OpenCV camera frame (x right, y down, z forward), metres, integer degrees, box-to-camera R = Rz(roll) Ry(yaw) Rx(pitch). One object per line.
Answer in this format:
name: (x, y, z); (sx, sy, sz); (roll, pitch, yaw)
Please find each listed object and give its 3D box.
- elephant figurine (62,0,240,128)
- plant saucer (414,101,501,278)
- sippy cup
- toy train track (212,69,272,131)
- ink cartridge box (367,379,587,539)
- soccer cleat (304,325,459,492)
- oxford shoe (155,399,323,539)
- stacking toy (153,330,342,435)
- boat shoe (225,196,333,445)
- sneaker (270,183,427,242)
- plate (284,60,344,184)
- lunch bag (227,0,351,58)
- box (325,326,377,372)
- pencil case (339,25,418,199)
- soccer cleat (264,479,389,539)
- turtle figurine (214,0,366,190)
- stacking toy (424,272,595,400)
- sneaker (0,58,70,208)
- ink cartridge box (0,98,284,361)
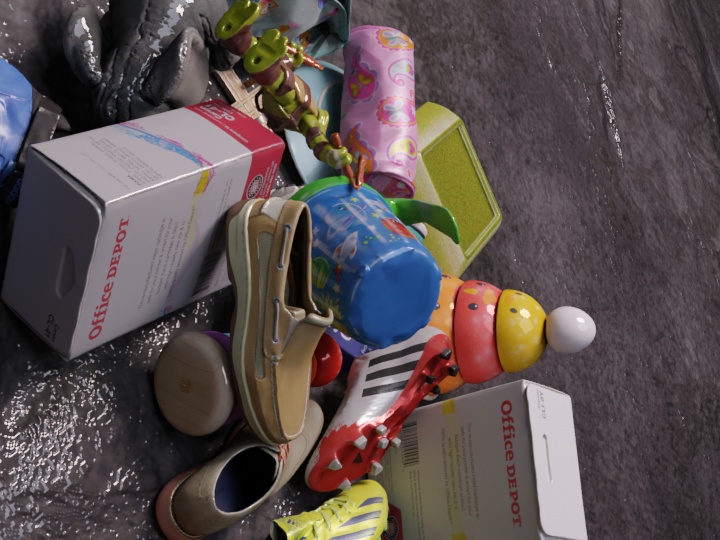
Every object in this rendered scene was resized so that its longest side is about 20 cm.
elephant figurine: (-0.179, -0.167, 0.796); (0.155, 0.141, 0.200); (49, 38, -30)
plant saucer: (0.105, -0.094, 1.142); (0.200, 0.048, 0.200); (-44, 113, -54)
sippy cup: (0.000, 0.000, 0.843); (0.139, 0.130, 0.178); (30, 95, -38)
toy train track: (-0.126, -0.149, 0.935); (0.115, 0.032, 0.200); (57, 39, -14)
ink cartridge box: (0.107, 0.202, 0.910); (0.083, 0.200, 0.146); (20, 59, -43)
soccer cleat: (0.009, 0.126, 0.908); (0.200, 0.085, 0.069); (-46, 140, -19)
oxford shoe: (-0.081, 0.164, 0.809); (0.200, 0.074, 0.071); (-38, 101, -51)
stacking toy: (-0.083, 0.088, 0.843); (0.200, 0.085, 0.086); (-4, 76, -54)
boat shoe: (-0.058, 0.043, 0.746); (0.072, 0.076, 0.201); (-29, 115, -62)
sneaker: (-0.017, -0.036, 0.948); (0.200, 0.077, 0.080); (6, 87, -40)
plate: (-0.011, -0.144, 1.062); (0.200, 0.026, 0.201); (28, 53, -46)
lunch bag: (-0.099, -0.309, 0.966); (0.200, 0.122, 0.171); (-5, 60, -59)
box: (-0.030, 0.025, 0.971); (0.200, 0.032, 0.121); (37, 48, -31)
pencil case: (0.019, -0.166, 1.020); (0.087, 0.087, 0.201); (24, 55, -41)
soccer cleat: (-0.038, 0.238, 0.834); (0.084, 0.065, 0.200); (58, 40, -9)
turtle figurine: (-0.069, -0.165, 0.842); (0.161, 0.064, 0.200); (48, 17, -57)
stacking toy: (0.148, 0.062, 1.005); (0.146, 0.199, 0.147); (-4, 90, -69)
sneaker: (-0.280, -0.072, 0.685); (0.111, 0.077, 0.200); (36, 41, -21)
ink cartridge box: (-0.165, -0.039, 0.741); (0.086, 0.148, 0.200); (37, 34, 20)
